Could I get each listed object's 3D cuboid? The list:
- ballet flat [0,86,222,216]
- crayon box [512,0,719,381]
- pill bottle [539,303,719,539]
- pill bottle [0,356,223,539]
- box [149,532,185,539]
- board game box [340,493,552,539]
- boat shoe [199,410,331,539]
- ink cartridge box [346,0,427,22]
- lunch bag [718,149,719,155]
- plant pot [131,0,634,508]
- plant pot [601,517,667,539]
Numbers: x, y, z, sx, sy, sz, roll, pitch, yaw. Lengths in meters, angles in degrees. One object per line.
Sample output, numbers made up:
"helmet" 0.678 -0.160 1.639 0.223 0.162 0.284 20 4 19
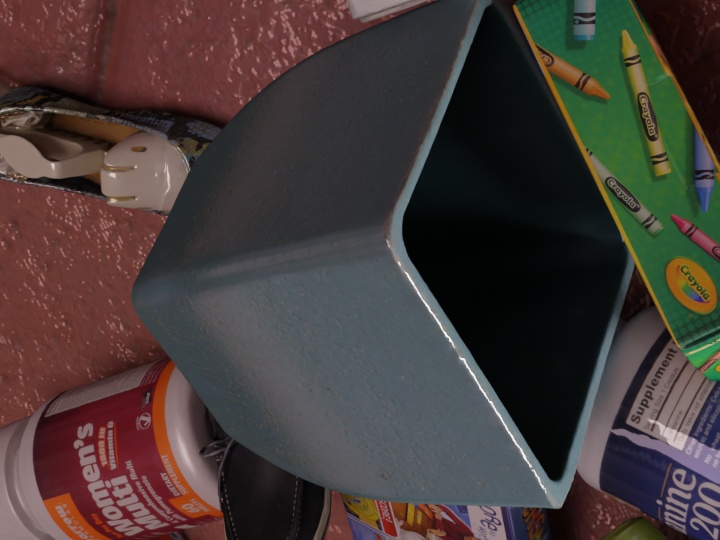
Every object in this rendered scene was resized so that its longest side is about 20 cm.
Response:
"ballet flat" -0.160 -0.067 1.379 0.200 0.074 0.074 11 115 28
"crayon box" 0.153 -0.049 1.121 0.058 0.119 0.200 -27 74 10
"pill bottle" 0.186 0.087 1.202 0.200 0.111 0.111 25 121 21
"pill bottle" -0.151 0.122 1.425 0.200 0.110 0.110 -19 99 35
"box" -0.196 0.260 1.516 0.200 0.100 0.096 -33 91 36
"board game box" 0.045 0.125 1.290 0.135 0.034 0.200 24 150 26
"boat shoe" -0.059 0.099 1.318 0.074 0.200 0.062 -17 145 25
"ink cartridge box" 0.029 -0.247 1.139 0.083 0.146 0.200 -13 103 32
"lunch bag" 0.287 -0.040 1.080 0.200 0.139 0.168 49 144 7
"plant pot" 0.000 0.000 1.145 0.200 0.197 0.196 -10 130 31
"plant pot" 0.175 0.248 1.222 0.193 0.200 0.200 46 126 14
